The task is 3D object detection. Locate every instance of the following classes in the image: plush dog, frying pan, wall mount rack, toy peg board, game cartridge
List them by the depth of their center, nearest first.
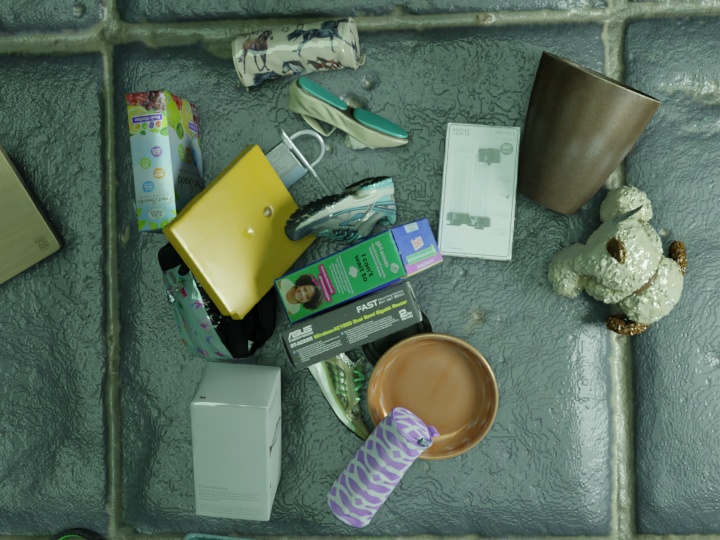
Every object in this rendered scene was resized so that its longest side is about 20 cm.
[{"bbox_3d":[-0.171,-0.054,1.583,0.200,0.032,0.177,-48,118,-31],"label":"game cartridge"},{"bbox_3d":[0.404,0.000,1.608,0.171,0.160,0.200,40,93,-19],"label":"plush dog"},{"bbox_3d":[0.089,0.120,1.681,0.189,0.031,0.116,27,95,-6],"label":"frying pan"},{"bbox_3d":[-0.118,-0.115,1.683,0.199,0.075,0.174,-37,117,5],"label":"wall mount rack"},{"bbox_3d":[-0.598,-0.082,1.725,0.199,0.098,0.200,-29,103,5],"label":"toy peg board"}]

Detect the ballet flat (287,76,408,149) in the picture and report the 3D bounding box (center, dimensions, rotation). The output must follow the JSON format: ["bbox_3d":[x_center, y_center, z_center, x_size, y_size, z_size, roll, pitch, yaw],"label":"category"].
[{"bbox_3d":[-0.024,-0.227,1.679,0.199,0.069,0.070,28,92,-2],"label":"ballet flat"}]

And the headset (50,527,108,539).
[{"bbox_3d":[-0.415,0.481,1.694,0.198,0.094,0.125,20,92,16],"label":"headset"}]

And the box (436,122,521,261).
[{"bbox_3d":[0.179,-0.118,1.659,0.115,0.060,0.202,3,90,5],"label":"box"}]

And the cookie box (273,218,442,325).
[{"bbox_3d":[0.000,0.000,1.594,0.199,0.171,0.076,-24,88,23],"label":"cookie box"}]

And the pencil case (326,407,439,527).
[{"bbox_3d":[0.031,0.295,1.637,0.200,0.085,0.084,-52,43,22],"label":"pencil case"}]

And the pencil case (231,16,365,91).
[{"bbox_3d":[-0.094,-0.333,1.677,0.198,0.090,0.078,-8,61,5],"label":"pencil case"}]

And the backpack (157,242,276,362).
[{"bbox_3d":[-0.212,0.037,1.642,0.126,0.166,0.202,-6,107,46],"label":"backpack"}]

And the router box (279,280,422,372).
[{"bbox_3d":[-0.017,0.082,1.579,0.198,0.150,0.063,-22,87,-5],"label":"router box"}]

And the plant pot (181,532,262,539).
[{"bbox_3d":[-0.194,0.532,1.633,0.194,0.196,0.202,5,101,5],"label":"plant pot"}]

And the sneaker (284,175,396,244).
[{"bbox_3d":[-0.021,-0.074,1.634,0.199,0.077,0.087,-25,104,-30],"label":"sneaker"}]

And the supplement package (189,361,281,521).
[{"bbox_3d":[-0.182,0.253,1.627,0.116,0.117,0.202,4,116,5],"label":"supplement package"}]

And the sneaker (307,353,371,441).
[{"bbox_3d":[-0.019,0.169,1.674,0.088,0.077,0.201,-31,89,-4],"label":"sneaker"}]

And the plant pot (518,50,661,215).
[{"bbox_3d":[0.312,-0.192,1.603,0.186,0.187,0.201,24,106,5],"label":"plant pot"}]

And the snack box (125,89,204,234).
[{"bbox_3d":[-0.288,-0.158,1.647,0.067,0.169,0.202,-5,90,8],"label":"snack box"}]

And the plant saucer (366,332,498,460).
[{"bbox_3d":[0.109,0.188,1.657,0.198,0.037,0.202,1,104,4],"label":"plant saucer"}]
